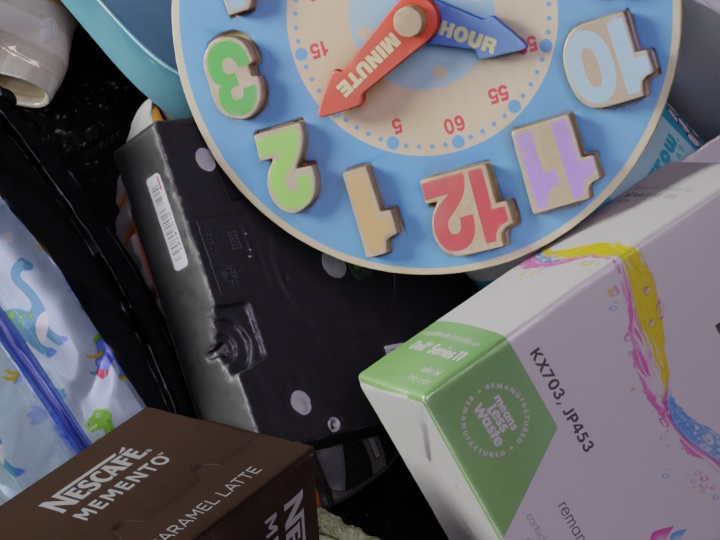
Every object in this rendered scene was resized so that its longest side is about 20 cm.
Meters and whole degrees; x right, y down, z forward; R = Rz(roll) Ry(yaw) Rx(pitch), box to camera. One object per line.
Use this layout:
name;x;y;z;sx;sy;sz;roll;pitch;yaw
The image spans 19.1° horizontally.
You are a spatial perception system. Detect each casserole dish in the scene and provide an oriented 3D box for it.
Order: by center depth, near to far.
casserole dish;-0.078;-0.128;0.939;0.121;0.039;0.200;-19;54;-36

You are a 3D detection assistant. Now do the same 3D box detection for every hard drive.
hard drive;0.000;0.000;0.901;0.199;0.038;0.140;-10;76;-44

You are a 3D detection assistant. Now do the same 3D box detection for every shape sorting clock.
shape sorting clock;0.022;-0.097;0.812;0.199;0.039;0.201;3;103;12

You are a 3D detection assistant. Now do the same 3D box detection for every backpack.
backpack;-0.141;0.032;0.881;0.200;0.163;0.154;43;85;-2

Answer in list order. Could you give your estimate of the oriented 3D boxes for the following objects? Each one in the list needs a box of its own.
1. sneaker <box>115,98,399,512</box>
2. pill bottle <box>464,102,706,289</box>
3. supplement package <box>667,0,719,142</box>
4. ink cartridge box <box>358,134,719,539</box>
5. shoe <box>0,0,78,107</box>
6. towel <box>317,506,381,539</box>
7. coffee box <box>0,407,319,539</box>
sneaker;-0.047;0.014;0.933;0.077;0.078;0.201;-20;83;-24
pill bottle;0.108;-0.013;0.900;0.200;0.111;0.111;43;75;-18
supplement package;0.151;-0.142;0.920;0.191;0.200;0.147;37;76;3
ink cartridge box;0.115;0.036;0.810;0.200;0.067;0.117;-34;104;-16
shoe;-0.225;-0.108;0.939;0.199;0.070;0.054;6;68;-7
towel;0.032;0.192;0.856;0.199;0.036;0.149;22;106;19
coffee box;-0.073;0.168;0.795;0.079;0.114;0.201;12;117;30
